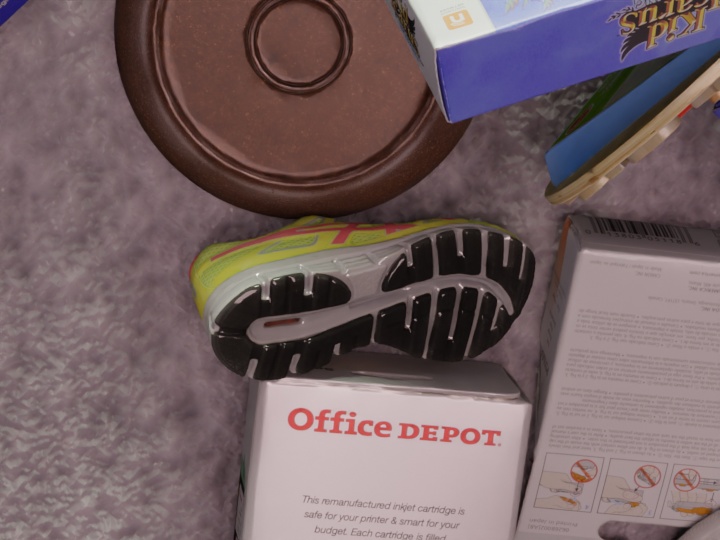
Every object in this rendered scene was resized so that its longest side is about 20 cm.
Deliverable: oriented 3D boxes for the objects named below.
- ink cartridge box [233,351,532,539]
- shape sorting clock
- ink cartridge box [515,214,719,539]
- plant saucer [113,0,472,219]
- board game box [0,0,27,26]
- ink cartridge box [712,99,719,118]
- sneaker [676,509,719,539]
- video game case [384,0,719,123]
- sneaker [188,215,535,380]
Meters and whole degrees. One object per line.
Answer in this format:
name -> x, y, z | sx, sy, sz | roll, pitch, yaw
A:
ink cartridge box -> 0.004, 0.148, 1.100 | 0.144, 0.084, 0.201 | 5, 102, -7
shape sorting clock -> 0.167, -0.101, 1.005 | 0.200, 0.200, 0.039 | -40, 96, 3
ink cartridge box -> 0.176, 0.072, 1.134 | 0.162, 0.050, 0.200 | 6, 119, -8
plant saucer -> -0.031, -0.120, 1.050 | 0.200, 0.034, 0.201 | 1, 106, 2
board game box -> -0.241, -0.151, 0.954 | 0.152, 0.200, 0.045 | -42, 65, 9
ink cartridge box -> 0.273, -0.095, 1.034 | 0.136, 0.076, 0.200 | 41, 61, -12
sneaker -> 0.182, 0.227, 1.130 | 0.075, 0.089, 0.200 | 30, 100, -16
video game case -> 0.104, -0.163, 0.942 | 0.200, 0.181, 0.046 | -18, 133, -5
sneaker -> 0.000, 0.000, 1.074 | 0.200, 0.090, 0.078 | -4, 116, -28
